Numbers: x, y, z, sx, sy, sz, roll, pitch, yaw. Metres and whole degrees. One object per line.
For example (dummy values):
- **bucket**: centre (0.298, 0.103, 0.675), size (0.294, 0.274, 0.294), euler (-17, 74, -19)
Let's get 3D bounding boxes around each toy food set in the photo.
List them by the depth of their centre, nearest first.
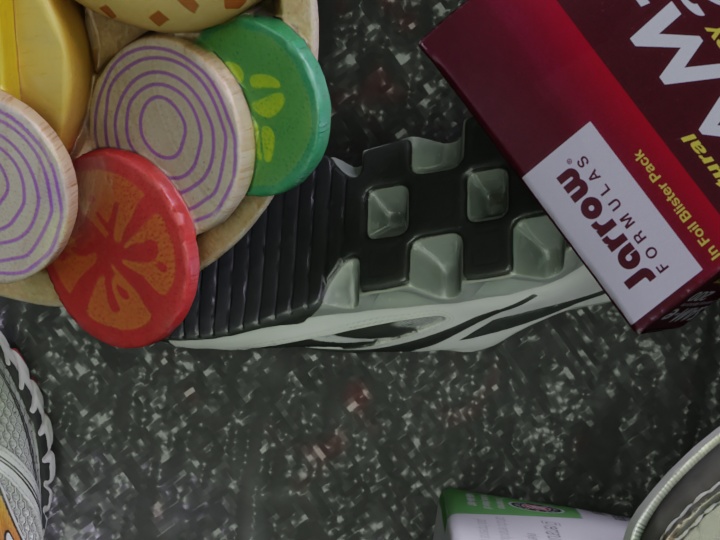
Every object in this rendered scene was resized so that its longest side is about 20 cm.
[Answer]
- **toy food set**: centre (-0.100, -0.075, 0.745), size (0.199, 0.049, 0.199), euler (6, 112, 21)

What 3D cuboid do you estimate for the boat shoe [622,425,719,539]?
- **boat shoe**: centre (0.168, 0.055, 0.696), size (0.201, 0.060, 0.072), euler (-21, 94, 2)

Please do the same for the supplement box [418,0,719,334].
- **supplement box**: centre (0.128, -0.084, 0.701), size (0.200, 0.061, 0.109), euler (-40, 79, 16)

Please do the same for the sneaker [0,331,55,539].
- **sneaker**: centre (-0.135, 0.098, 0.832), size (0.078, 0.082, 0.201), euler (-14, 93, 2)

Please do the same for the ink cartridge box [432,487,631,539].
- **ink cartridge box**: centre (0.120, 0.131, 0.798), size (0.199, 0.146, 0.085), euler (8, 93, 0)

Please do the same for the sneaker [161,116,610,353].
- **sneaker**: centre (0.000, 0.000, 0.830), size (0.199, 0.089, 0.074), euler (-2, 68, 24)

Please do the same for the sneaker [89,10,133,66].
- **sneaker**: centre (-0.100, -0.076, 0.808), size (0.199, 0.093, 0.070), euler (-27, 103, 2)
